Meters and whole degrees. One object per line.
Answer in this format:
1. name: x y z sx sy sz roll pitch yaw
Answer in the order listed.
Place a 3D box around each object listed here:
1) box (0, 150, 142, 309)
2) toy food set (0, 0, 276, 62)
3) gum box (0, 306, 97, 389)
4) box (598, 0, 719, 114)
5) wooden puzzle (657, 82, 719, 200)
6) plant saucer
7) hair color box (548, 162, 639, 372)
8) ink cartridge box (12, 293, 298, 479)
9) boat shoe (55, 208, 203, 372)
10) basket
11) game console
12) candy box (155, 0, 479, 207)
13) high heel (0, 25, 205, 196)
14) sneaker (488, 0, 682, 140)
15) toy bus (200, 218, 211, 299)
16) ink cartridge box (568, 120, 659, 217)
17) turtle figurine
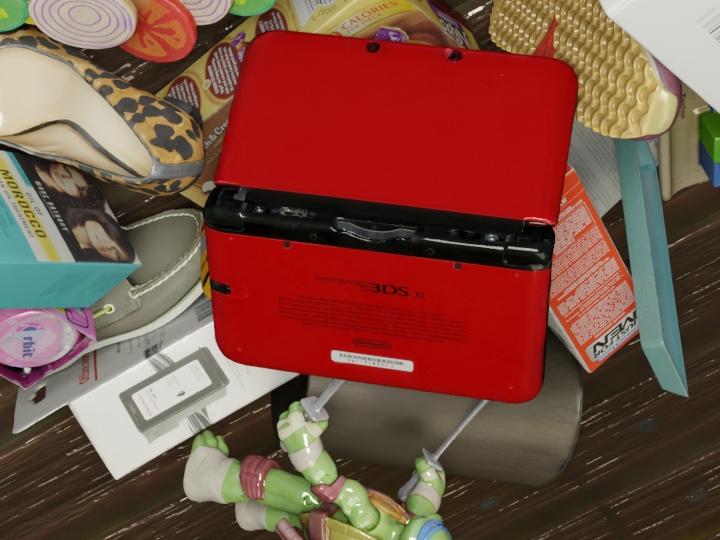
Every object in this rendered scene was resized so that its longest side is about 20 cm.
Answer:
1. box: -0.208 -0.024 0.949 0.049 0.082 0.200 -35 168 17
2. toy food set: -0.139 -0.181 0.882 0.199 0.049 0.198 8 152 -7
3. gum box: -0.258 -0.023 1.015 0.066 0.114 0.200 -33 139 17
4. box: 0.185 -0.202 0.913 0.106 0.200 0.152 -37 137 24
5. wooden puzzle: 0.300 -0.135 1.146 0.200 0.046 0.185 -22 141 -5
6. plant saucer: 0.194 -0.014 1.109 0.019 0.200 0.070 -13 142 18
7. hair color box: 0.114 -0.028 1.076 0.064 0.111 0.200 -39 143 -1
8. ink cartridge box: -0.136 0.072 1.139 0.200 0.116 0.068 -29 106 -1
9. boat shoe: -0.182 0.012 1.120 0.201 0.072 0.060 -28 145 17
10. basket: 0.041 0.088 1.249 0.199 0.180 0.136 6 94 -16
11. game console: 0.019 -0.031 0.968 0.199 0.119 0.173 7 129 11
12. candy box: -0.035 -0.113 1.045 0.200 0.057 0.117 -37 138 19
13. high heel: -0.184 -0.091 0.926 0.199 0.143 0.072 12 105 -8
14. sneaker: 0.156 -0.134 0.990 0.090 0.200 0.075 5 118 -25
15. toy bus: 0.000 0.000 1.062 0.200 0.078 0.065 11 139 -20
16. ink cartridge box: 0.138 -0.093 1.163 0.200 0.057 0.163 -46 138 1
17. turtle figurine: -0.011 0.126 1.123 0.194 0.201 0.144 1 -171 35
